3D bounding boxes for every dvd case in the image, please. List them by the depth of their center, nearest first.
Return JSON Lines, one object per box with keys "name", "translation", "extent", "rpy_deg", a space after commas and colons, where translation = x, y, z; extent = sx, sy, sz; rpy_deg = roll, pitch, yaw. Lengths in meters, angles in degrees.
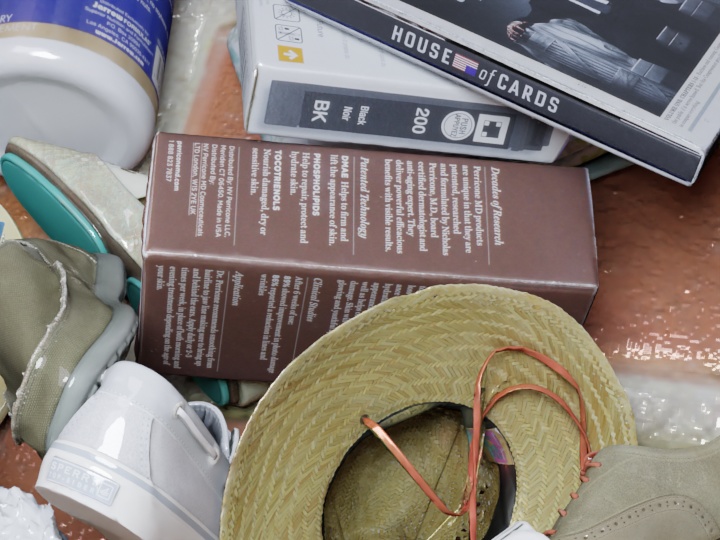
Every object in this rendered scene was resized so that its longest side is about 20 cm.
{"name": "dvd case", "translation": [0.085, -0.120, 0.831], "extent": [0.199, 0.025, 0.150], "rpy_deg": [27, 39, 13]}

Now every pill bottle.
{"name": "pill bottle", "translation": [-0.158, -0.155, 1.000], "extent": [0.115, 0.116, 0.201], "rpy_deg": [-4, 55, 11]}

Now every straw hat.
{"name": "straw hat", "translation": [0.019, 0.099, 0.798], "extent": [0.201, 0.201, 0.085], "rpy_deg": [-43, 19, -16]}

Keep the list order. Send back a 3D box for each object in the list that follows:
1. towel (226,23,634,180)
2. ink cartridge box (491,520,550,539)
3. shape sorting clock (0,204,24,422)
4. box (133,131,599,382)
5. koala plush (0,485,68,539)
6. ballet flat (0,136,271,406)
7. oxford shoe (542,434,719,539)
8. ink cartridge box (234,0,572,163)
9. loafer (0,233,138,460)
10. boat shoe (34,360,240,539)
{"name": "towel", "translation": [0.044, -0.097, 0.954], "extent": [0.199, 0.048, 0.172], "rpy_deg": [-22, 51, -1]}
{"name": "ink cartridge box", "translation": [0.079, 0.203, 0.649], "extent": [0.085, 0.200, 0.148], "rpy_deg": [-35, 55, -11]}
{"name": "shape sorting clock", "translation": [-0.258, 0.035, 0.943], "extent": [0.199, 0.039, 0.201], "rpy_deg": [-6, 68, 14]}
{"name": "box", "translation": [0.000, 0.000, 0.831], "extent": [0.199, 0.100, 0.075], "rpy_deg": [6, 55, -5]}
{"name": "koala plush", "translation": [-0.193, 0.120, 0.782], "extent": [0.199, 0.178, 0.184], "rpy_deg": [30, 53, 23]}
{"name": "ballet flat", "translation": [-0.102, -0.008, 0.926], "extent": [0.062, 0.068, 0.200], "rpy_deg": [-36, 65, -23]}
{"name": "oxford shoe", "translation": [0.099, 0.117, 0.765], "extent": [0.199, 0.071, 0.075], "rpy_deg": [-19, 72, -19]}
{"name": "ink cartridge box", "translation": [0.038, -0.128, 0.878], "extent": [0.199, 0.044, 0.199], "rpy_deg": [5, 40, -11]}
{"name": "loafer", "translation": [-0.142, 0.031, 0.801], "extent": [0.069, 0.200, 0.076], "rpy_deg": [21, 97, -13]}
{"name": "boat shoe", "translation": [-0.076, 0.087, 0.761], "extent": [0.072, 0.200, 0.069], "rpy_deg": [21, 76, 23]}
